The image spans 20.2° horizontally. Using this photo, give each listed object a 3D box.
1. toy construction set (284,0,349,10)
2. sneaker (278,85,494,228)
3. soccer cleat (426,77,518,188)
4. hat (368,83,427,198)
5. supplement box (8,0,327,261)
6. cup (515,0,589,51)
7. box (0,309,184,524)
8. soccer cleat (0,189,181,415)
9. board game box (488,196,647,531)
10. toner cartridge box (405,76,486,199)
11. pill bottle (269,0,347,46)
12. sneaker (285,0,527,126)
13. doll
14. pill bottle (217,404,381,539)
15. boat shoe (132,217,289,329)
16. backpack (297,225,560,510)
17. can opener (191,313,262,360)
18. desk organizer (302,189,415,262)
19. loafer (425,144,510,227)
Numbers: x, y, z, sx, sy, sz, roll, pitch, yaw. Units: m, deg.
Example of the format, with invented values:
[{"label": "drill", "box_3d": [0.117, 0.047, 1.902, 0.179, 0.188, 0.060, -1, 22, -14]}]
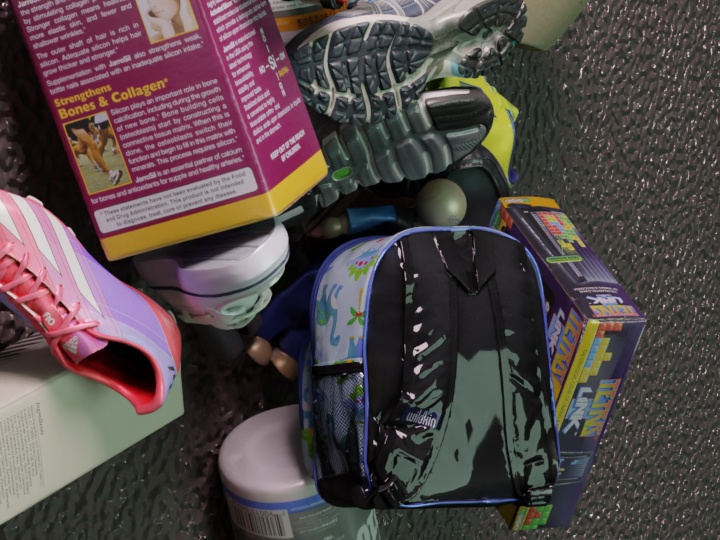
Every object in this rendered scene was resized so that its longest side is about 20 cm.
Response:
[{"label": "toy construction set", "box_3d": [-0.035, -0.238, 1.270, 0.200, 0.092, 0.132, 17, 85, -55]}, {"label": "sneaker", "box_3d": [-0.011, -0.113, 1.455, 0.199, 0.116, 0.075, -20, 139, -3]}, {"label": "soccer cleat", "box_3d": [0.085, -0.131, 1.616, 0.083, 0.065, 0.201, -27, 137, -12]}, {"label": "hat", "box_3d": [-0.003, -0.154, 1.544, 0.080, 0.201, 0.202, 2, 100, -16]}, {"label": "supplement box", "box_3d": [-0.123, -0.125, 1.286, 0.103, 0.130, 0.201, -45, 119, -63]}, {"label": "cup", "box_3d": [0.114, -0.254, 1.601, 0.200, 0.199, 0.144, 5, 98, -56]}, {"label": "box", "box_3d": [-0.206, 0.091, 1.339, 0.200, 0.068, 0.083, -29, 122, -50]}, {"label": "soccer cleat", "box_3d": [-0.194, 0.016, 1.274, 0.200, 0.067, 0.077, 37, 29, -27]}, {"label": "board game box", "box_3d": [0.133, 0.071, 1.560, 0.056, 0.166, 0.201, 0, 125, -27]}, {"label": "toner cartridge box", "box_3d": [0.069, -0.121, 1.711, 0.095, 0.043, 0.201, -40, 130, -45]}, {"label": "pill bottle", "box_3d": [-0.068, -0.262, 1.399, 0.116, 0.116, 0.202, -31, 125, -48]}, {"label": "sneaker", "box_3d": [0.017, -0.159, 1.396, 0.199, 0.086, 0.078, -17, 127, -36]}, {"label": "doll", "box_3d": [0.000, 0.000, 1.545, 0.200, 0.049, 0.136, -41, 146, 11]}, {"label": "pill bottle", "box_3d": [-0.039, 0.216, 1.584, 0.114, 0.113, 0.201, -42, 132, -42]}, {"label": "boat shoe", "box_3d": [-0.086, 0.004, 1.339, 0.073, 0.200, 0.067, -38, 106, -16]}, {"label": "backpack", "box_3d": [0.041, 0.071, 1.471, 0.182, 0.147, 0.202, 2, 84, -34]}, {"label": "can opener", "box_3d": [-0.113, -0.019, 1.445, 0.053, 0.067, 0.201, -51, 131, -34]}, {"label": "desk organizer", "box_3d": [0.025, 0.034, 1.659, 0.072, 0.077, 0.201, -48, 136, -38]}, {"label": "loafer", "box_3d": [0.095, -0.026, 1.623, 0.201, 0.068, 0.071, 76, 0, -53]}]
